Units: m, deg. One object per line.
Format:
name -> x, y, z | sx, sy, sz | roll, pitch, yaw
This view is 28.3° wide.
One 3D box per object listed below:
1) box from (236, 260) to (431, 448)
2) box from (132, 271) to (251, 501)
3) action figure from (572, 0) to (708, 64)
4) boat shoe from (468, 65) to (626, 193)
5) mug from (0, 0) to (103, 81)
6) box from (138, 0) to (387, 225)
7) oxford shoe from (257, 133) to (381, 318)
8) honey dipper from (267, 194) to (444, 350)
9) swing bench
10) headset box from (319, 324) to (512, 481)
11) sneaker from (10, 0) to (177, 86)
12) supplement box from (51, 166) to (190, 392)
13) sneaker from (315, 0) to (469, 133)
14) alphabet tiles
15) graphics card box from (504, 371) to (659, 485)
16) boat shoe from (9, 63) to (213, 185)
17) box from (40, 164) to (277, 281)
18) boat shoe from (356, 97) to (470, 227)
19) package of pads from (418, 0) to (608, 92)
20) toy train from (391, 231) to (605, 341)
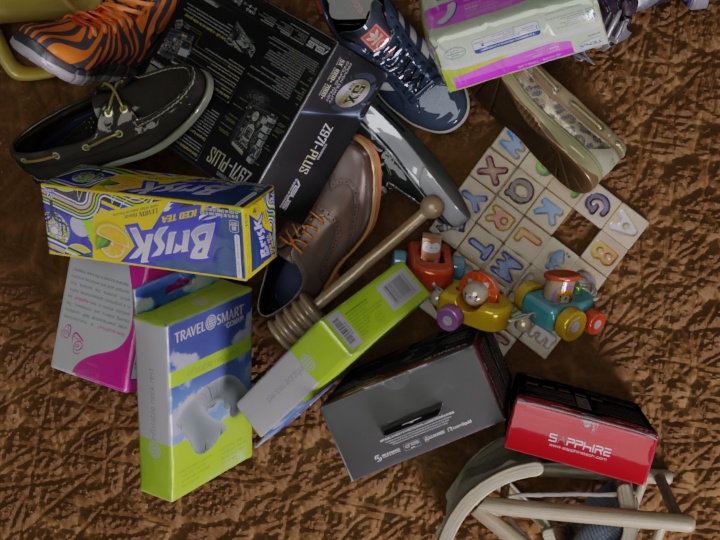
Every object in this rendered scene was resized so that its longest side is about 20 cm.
box -> -0.031, 0.078, 1.304 | 0.048, 0.122, 0.200 | 50, 138, 5
box -> -0.154, 0.099, 1.335 | 0.048, 0.122, 0.201 | 15, 114, 32
action figure -> 0.238, -0.257, 1.315 | 0.200, 0.069, 0.130 | -25, 51, -3
boat shoe -> 0.164, -0.163, 1.345 | 0.063, 0.073, 0.200 | -42, 93, -16
mug -> -0.341, -0.283, 1.361 | 0.153, 0.149, 0.187 | -10, 85, 15
box -> -0.101, -0.164, 1.320 | 0.200, 0.086, 0.164 | 34, 97, 35
oxford shoe -> -0.040, -0.035, 1.337 | 0.071, 0.073, 0.200 | 34, 118, 22
honey dipper -> 0.000, 0.000, 1.328 | 0.200, 0.038, 0.038 | -39, 88, 6
swing bench -> 0.178, 0.223, 1.296 | 0.199, 0.199, 0.130 | 21, 95, 4
headset box -> 0.055, 0.114, 1.299 | 0.148, 0.200, 0.077 | -23, 94, 9
sneaker -> -0.239, -0.232, 1.307 | 0.077, 0.200, 0.112 | 35, 105, 11
supplement box -> -0.211, 0.007, 1.363 | 0.101, 0.103, 0.201 | 15, 95, 33
sneaker -> 0.024, -0.209, 1.347 | 0.075, 0.085, 0.200 | -44, 88, 7
alphabet tiles -> 0.152, -0.017, 1.382 | 0.167, 0.008, 0.200 | 37, 96, 3
graphics card box -> 0.194, 0.139, 1.289 | 0.125, 0.200, 0.051 | 14, 95, 5
boat shoe -> -0.227, -0.135, 1.298 | 0.201, 0.061, 0.072 | -27, 51, 19
box -> -0.175, -0.044, 1.244 | 0.199, 0.064, 0.070 | 7, 114, 21
boat shoe -> 0.019, -0.106, 1.359 | 0.068, 0.074, 0.199 | -43, 95, 15
package of pads -> 0.127, -0.257, 1.281 | 0.154, 0.200, 0.068 | -16, 134, 12
toy train -> 0.129, 0.005, 1.312 | 0.199, 0.150, 0.056 | 7, 116, -1
